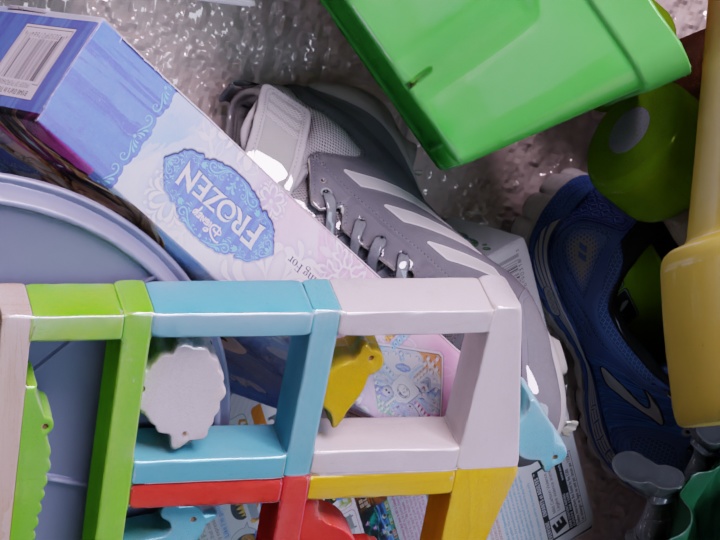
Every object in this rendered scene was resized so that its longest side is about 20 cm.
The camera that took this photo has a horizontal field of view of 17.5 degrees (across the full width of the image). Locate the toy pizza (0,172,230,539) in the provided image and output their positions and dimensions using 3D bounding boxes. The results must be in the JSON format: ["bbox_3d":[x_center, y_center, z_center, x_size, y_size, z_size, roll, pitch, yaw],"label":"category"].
[{"bbox_3d":[-0.140,0.051,0.751,0.199,0.032,0.201,-9,124,-13],"label":"toy pizza"}]

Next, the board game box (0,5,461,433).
[{"bbox_3d":[-0.083,-0.018,0.827,0.199,0.200,0.044,41,74,-33],"label":"board game box"}]

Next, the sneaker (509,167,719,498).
[{"bbox_3d":[0.141,0.046,1.058,0.079,0.089,0.200,-45,125,-16],"label":"sneaker"}]

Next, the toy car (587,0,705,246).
[{"bbox_3d":[0.211,-0.086,0.993,0.164,0.158,0.200,35,115,-30],"label":"toy car"}]

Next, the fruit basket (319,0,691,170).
[{"bbox_3d":[0.068,-0.160,0.904,0.214,0.156,0.217,0,91,-3],"label":"fruit basket"}]

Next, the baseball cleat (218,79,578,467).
[{"bbox_3d":[0.000,0.000,0.901,0.106,0.200,0.070,5,126,-38],"label":"baseball cleat"}]

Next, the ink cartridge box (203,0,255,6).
[{"bbox_3d":[-0.090,-0.201,0.812,0.084,0.146,0.202,0,101,-34],"label":"ink cartridge box"}]

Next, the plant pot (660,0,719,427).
[{"bbox_3d":[0.202,-0.046,0.856,0.200,0.200,0.190,-3,84,-33],"label":"plant pot"}]

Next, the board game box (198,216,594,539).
[{"bbox_3d":[-0.008,0.086,0.986,0.199,0.064,0.148,-27,115,-26],"label":"board game box"}]

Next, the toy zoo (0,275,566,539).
[{"bbox_3d":[-0.025,0.062,0.764,0.199,0.020,0.132,0,122,-19],"label":"toy zoo"}]

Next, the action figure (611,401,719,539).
[{"bbox_3d":[0.137,0.135,1.057,0.118,0.055,0.201,-40,151,-26],"label":"action figure"}]
